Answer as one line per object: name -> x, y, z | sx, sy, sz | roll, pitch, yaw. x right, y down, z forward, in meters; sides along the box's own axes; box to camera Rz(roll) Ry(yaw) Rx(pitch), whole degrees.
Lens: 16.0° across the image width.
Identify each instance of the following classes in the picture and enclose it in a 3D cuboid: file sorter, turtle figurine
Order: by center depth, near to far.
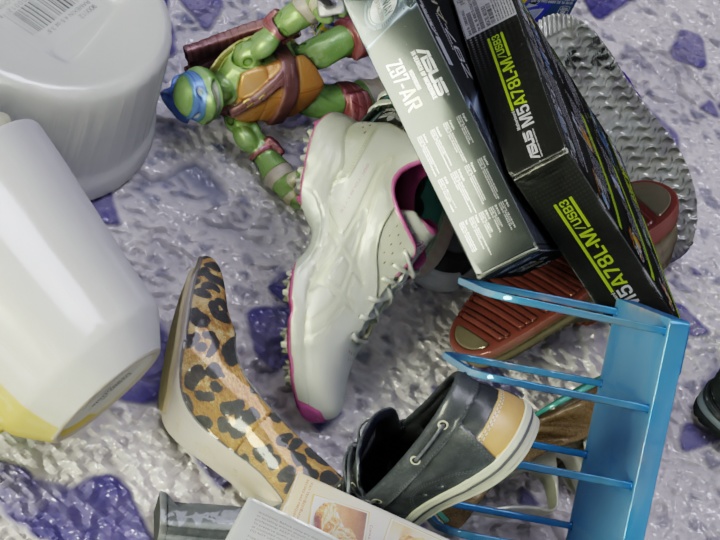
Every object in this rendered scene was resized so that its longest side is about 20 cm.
file sorter -> 0.105, 0.112, 1.544 | 0.122, 0.201, 0.139 | 11, 3, -7
turtle figurine -> -0.018, -0.121, 1.774 | 0.194, 0.200, 0.145 | -18, 93, -41

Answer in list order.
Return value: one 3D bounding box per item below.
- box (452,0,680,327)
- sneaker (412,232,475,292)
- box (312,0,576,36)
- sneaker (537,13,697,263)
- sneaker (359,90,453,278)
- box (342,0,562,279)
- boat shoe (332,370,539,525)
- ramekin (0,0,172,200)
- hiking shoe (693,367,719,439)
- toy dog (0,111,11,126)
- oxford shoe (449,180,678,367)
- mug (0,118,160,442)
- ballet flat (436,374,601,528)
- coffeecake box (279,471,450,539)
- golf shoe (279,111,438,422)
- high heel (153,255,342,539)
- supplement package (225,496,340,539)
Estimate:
box -> 0.135, -0.069, 1.668 | 0.047, 0.193, 0.200 | -26, 42, 10
sneaker -> 0.083, -0.079, 1.797 | 0.075, 0.114, 0.200 | 27, 44, 1
box -> 0.060, -0.213, 1.945 | 0.199, 0.070, 0.064 | 2, 50, -24
sneaker -> 0.193, -0.097, 1.897 | 0.201, 0.069, 0.100 | 63, 8, 7
sneaker -> 0.040, -0.099, 1.735 | 0.071, 0.080, 0.201 | 2, 69, 29
box -> 0.063, -0.093, 1.629 | 0.201, 0.043, 0.160 | 64, 12, 6
boat shoe -> 0.018, 0.113, 1.461 | 0.062, 0.200, 0.075 | 38, 46, -16
ramekin -> -0.224, -0.149, 1.733 | 0.200, 0.098, 0.201 | 13, 45, -13
hiking shoe -> 0.317, 0.054, 1.800 | 0.074, 0.087, 0.200 | 40, 45, 15
toy dog -> -0.313, -0.082, 1.578 | 0.193, 0.200, 0.140 | -26, 100, 0
oxford shoe -> 0.148, 0.019, 1.770 | 0.200, 0.075, 0.070 | -32, 44, -21
mug -> -0.205, 0.026, 1.511 | 0.153, 0.187, 0.149 | 48, 47, 6
ballet flat -> 0.118, 0.121, 1.669 | 0.200, 0.068, 0.073 | -18, 79, -36
coffeecake box -> 0.023, 0.222, 1.456 | 0.199, 0.154, 0.073 | 24, 44, -2
golf shoe -> 0.000, 0.000, 1.645 | 0.091, 0.201, 0.075 | 6, -1, 12
high heel -> -0.053, 0.088, 1.600 | 0.142, 0.071, 0.201 | 7, 63, -10
supplement package -> -0.037, 0.247, 1.371 | 0.155, 0.200, 0.111 | 26, 43, 0
